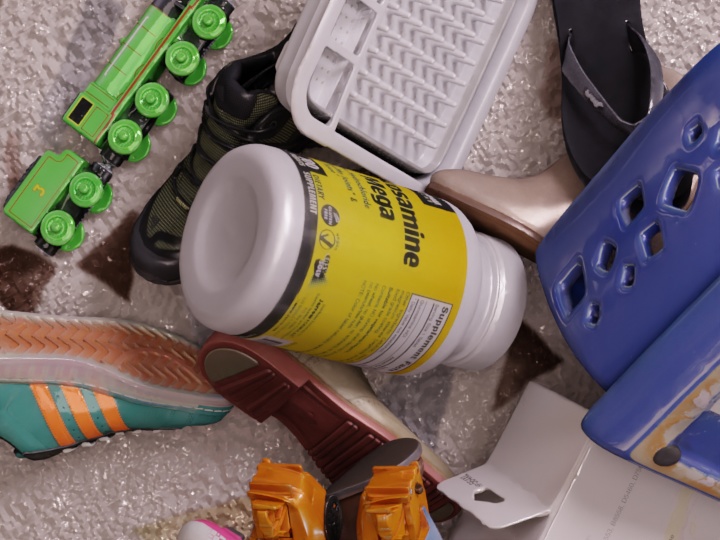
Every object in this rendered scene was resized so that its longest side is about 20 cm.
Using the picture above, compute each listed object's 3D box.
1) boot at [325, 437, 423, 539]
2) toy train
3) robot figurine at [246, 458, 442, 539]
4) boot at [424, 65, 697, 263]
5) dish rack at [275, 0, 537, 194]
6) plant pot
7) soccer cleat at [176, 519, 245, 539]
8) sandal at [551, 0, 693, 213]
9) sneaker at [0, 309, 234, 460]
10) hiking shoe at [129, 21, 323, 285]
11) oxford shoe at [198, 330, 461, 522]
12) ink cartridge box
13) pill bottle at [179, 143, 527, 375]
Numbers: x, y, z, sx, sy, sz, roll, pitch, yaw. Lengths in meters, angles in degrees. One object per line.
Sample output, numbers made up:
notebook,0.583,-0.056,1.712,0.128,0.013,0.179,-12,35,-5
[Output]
boot,0.040,0.211,1.342,0.064,0.186,0.201,-34,87,-32
toy train,-0.153,-0.099,1.396,0.056,0.042,0.201,35,88,9
robot figurine,-0.002,0.203,1.281,0.144,0.058,0.202,-1,119,18
boot,0.158,-0.064,1.397,0.199,0.070,0.147,29,84,-8
dish rack,0.025,-0.146,1.345,0.043,0.200,0.173,23,88,35
plant pot,0.235,0.024,1.261,0.199,0.181,0.200,25,128,-23
soccer cleat,-0.064,0.251,1.369,0.086,0.070,0.201,-37,92,-31
sandal,0.155,-0.124,1.367,0.075,0.043,0.202,-12,64,-3
sneaker,-0.178,0.078,1.383,0.198,0.072,0.080,10,121,-13
hiking shoe,-0.080,-0.083,1.360,0.076,0.101,0.200,36,80,32
oxford shoe,-0.007,0.082,1.386,0.200,0.070,0.075,41,45,-18
ink cartridge box,0.155,0.163,1.339,0.199,0.128,0.126,29,88,-18
pill bottle,0.000,0.000,1.332,0.199,0.112,0.114,15,88,-35
